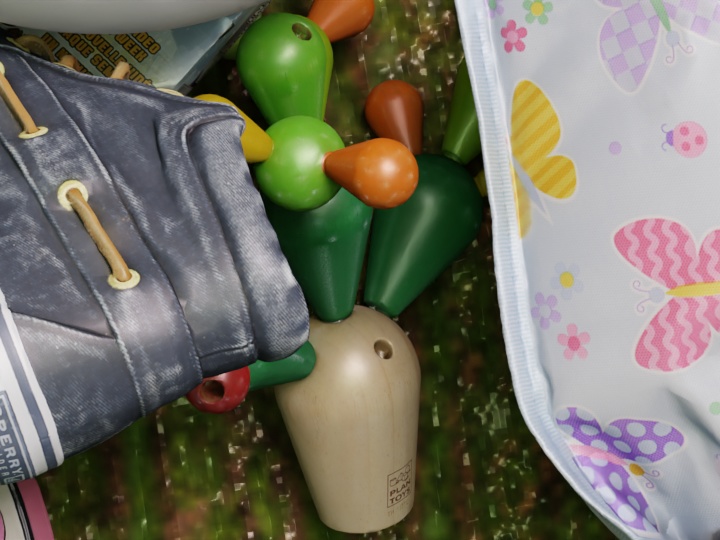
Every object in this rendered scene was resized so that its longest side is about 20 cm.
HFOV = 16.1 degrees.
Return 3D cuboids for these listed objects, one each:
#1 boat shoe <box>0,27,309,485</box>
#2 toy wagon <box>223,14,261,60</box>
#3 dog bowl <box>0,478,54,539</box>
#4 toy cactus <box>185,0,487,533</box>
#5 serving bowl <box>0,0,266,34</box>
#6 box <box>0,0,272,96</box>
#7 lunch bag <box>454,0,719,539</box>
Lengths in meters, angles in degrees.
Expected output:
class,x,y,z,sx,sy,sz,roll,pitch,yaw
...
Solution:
class,x,y,z,sx,sy,sz,roll,pitch,yaw
boat shoe,-0.082,-0.030,0.663,0.090,0.071,0.201,-19,47,-10
toy wagon,-0.103,-0.144,0.798,0.154,0.040,0.202,5,86,-3
dog bowl,-0.166,0.092,0.675,0.199,0.074,0.202,1,93,25
toy cactus,0.000,0.000,0.760,0.102,0.200,0.166,7,120,29
serving bowl,-0.077,-0.135,0.682,0.198,0.066,0.201,7,54,-9
box,-0.116,-0.130,0.756,0.200,0.040,0.137,43,86,0
lunch bag,0.111,-0.014,0.729,0.126,0.169,0.202,-6,87,21
